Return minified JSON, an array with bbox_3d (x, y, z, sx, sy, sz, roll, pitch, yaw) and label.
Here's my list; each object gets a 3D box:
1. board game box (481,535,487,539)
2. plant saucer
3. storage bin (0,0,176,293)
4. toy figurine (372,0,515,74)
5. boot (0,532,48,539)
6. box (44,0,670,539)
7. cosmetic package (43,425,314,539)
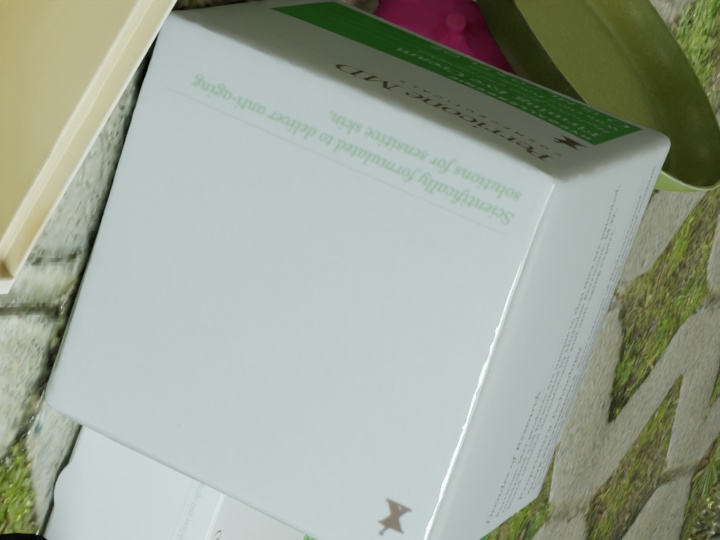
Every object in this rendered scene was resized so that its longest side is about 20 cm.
[{"bbox_3d":[0.067,0.149,1.787,0.153,0.040,0.200,-51,158,-36],"label":"board game box"},{"bbox_3d":[0.117,-0.117,1.297,0.031,0.200,0.200,-37,173,24],"label":"plant saucer"},{"bbox_3d":[-0.114,-0.100,0.608,0.199,0.094,0.200,-58,166,9],"label":"storage bin"},{"bbox_3d":[0.039,-0.072,1.328,0.200,0.150,0.184,-41,150,8],"label":"toy figurine"},{"bbox_3d":[-0.203,0.194,1.066,0.200,0.072,0.144,-33,132,-47],"label":"boot"},{"bbox_3d":[0.000,0.000,1.132,0.171,0.199,0.200,-22,134,-64],"label":"box"},{"bbox_3d":[-0.071,0.102,1.260,0.200,0.085,0.108,-27,141,-64],"label":"cosmetic package"}]
